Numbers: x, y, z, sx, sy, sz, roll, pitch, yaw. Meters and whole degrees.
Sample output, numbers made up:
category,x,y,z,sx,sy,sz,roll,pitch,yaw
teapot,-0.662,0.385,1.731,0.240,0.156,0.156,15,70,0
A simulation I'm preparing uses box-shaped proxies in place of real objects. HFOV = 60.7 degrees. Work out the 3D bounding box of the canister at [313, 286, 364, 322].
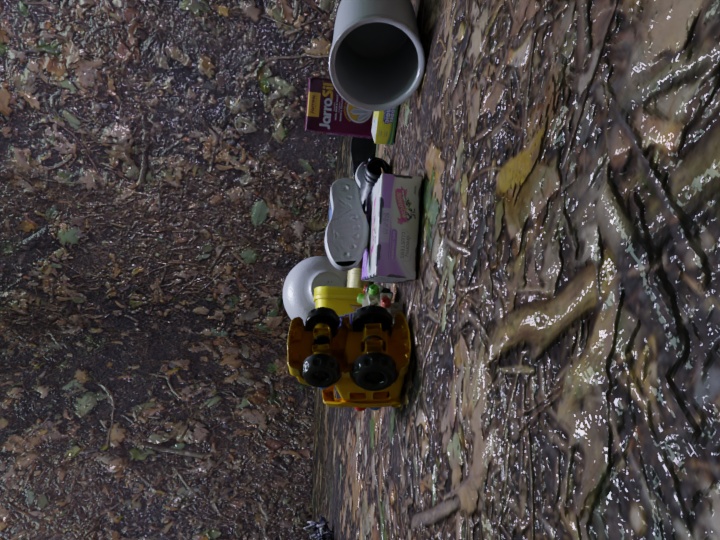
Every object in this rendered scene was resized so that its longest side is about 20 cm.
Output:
category,x,y,z,sx,sy,sz,roll,pitch,yaw
canister,-0.035,0.144,1.378,0.087,0.146,0.203,121,151,-76

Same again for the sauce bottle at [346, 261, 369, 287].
category,x,y,z,sx,sy,sz,roll,pitch,yaw
sauce bottle,0.000,0.000,1.533,0.066,0.065,0.203,159,117,-83

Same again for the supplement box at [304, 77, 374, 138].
category,x,y,z,sx,sy,sz,roll,pitch,yaw
supplement box,-0.038,-0.409,1.556,0.103,0.197,0.133,-116,31,-78

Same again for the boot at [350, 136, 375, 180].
category,x,y,z,sx,sy,sz,roll,pitch,yaw
boot,-0.004,-0.313,1.759,0.174,0.068,0.203,-123,36,-79

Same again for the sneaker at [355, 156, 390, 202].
category,x,y,z,sx,sy,sz,roll,pitch,yaw
sneaker,0.033,-0.226,1.415,0.201,0.070,0.100,-90,18,-54

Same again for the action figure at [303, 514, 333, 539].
category,x,y,z,sx,sy,sz,roll,pitch,yaw
action figure,-0.134,0.853,1.956,0.200,0.101,0.121,131,131,-77

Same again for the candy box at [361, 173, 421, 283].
category,x,y,z,sx,sy,sz,roll,pitch,yaw
candy box,0.051,-0.067,1.084,0.200,0.070,0.170,152,123,-83

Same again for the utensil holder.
category,x,y,z,sx,sy,sz,roll,pitch,yaw
utensil holder,0.030,-0.420,1.132,0.201,0.167,0.171,-88,7,-47

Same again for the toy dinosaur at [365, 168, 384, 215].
category,x,y,z,sx,sy,sz,roll,pitch,yaw
toy dinosaur,0.046,-0.120,1.311,0.106,0.060,0.203,-157,62,-62

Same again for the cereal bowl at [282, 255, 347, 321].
category,x,y,z,sx,sy,sz,roll,pitch,yaw
cereal bowl,-0.095,0.056,1.565,0.083,0.197,0.203,146,130,-64

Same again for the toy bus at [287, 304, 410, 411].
category,x,y,z,sx,sy,sz,roll,pitch,yaw
toy bus,-0.019,0.169,1.039,0.137,0.197,0.194,-92,1,-48

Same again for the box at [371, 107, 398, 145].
category,x,y,z,sx,sy,sz,roll,pitch,yaw
box,0.060,-0.391,1.355,0.118,0.048,0.202,-96,11,-64

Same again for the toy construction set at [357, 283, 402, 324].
category,x,y,z,sx,sy,sz,roll,pitch,yaw
toy construction set,0.019,0.104,1.157,0.132,0.091,0.201,-57,-9,-47

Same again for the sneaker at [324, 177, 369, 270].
category,x,y,z,sx,sy,sz,roll,pitch,yaw
sneaker,-0.024,-0.055,1.147,0.147,0.079,0.202,88,179,-57
